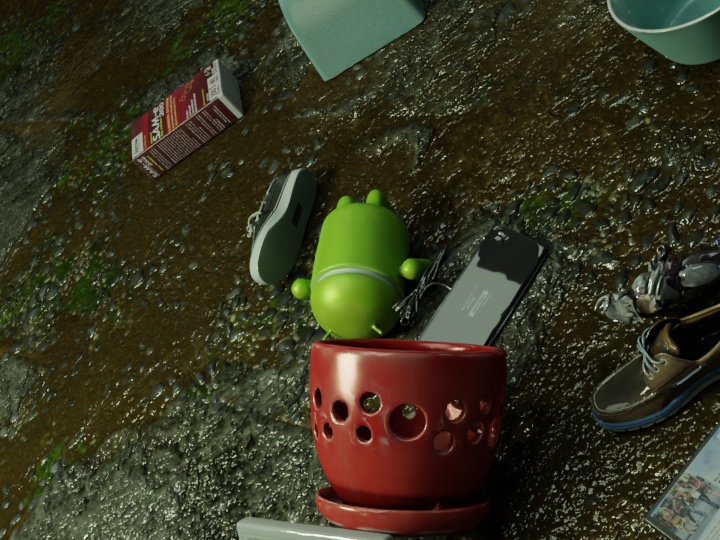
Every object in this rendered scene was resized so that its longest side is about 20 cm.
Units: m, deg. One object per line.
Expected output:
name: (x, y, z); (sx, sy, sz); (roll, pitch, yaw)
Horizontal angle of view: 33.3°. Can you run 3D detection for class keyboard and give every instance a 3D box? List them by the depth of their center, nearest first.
keyboard: (0.118, 0.030, 1.397); (0.126, 0.021, 0.201); (29, 76, 25)

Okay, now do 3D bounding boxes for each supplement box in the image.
supplement box: (-0.294, -0.254, 2.028); (0.199, 0.061, 0.110); (-34, 40, 17)

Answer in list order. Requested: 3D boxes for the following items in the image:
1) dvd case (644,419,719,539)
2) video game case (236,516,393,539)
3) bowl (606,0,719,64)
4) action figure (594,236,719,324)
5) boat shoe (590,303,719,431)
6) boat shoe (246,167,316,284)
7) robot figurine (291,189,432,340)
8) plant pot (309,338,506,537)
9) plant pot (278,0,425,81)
dvd case: (0.357, 0.212, 1.036); (0.143, 0.018, 0.200); (-50, 39, -4)
video game case: (-0.032, 0.339, 1.184); (0.198, 0.185, 0.022); (-4, 11, 41)
bowl: (0.399, -0.320, 1.401); (0.199, 0.105, 0.203); (-25, 43, 25)
action figure: (0.326, 0.002, 1.197); (0.198, 0.070, 0.130); (-23, 11, 13)
boat shoe: (0.301, 0.082, 1.160); (0.199, 0.072, 0.073); (-34, 39, 16)
boat shoe: (-0.123, -0.062, 1.683); (0.067, 0.074, 0.201); (-7, 51, 33)
robot figurine: (0.000, 0.000, 1.480); (0.173, 0.116, 0.202); (-10, 50, 22)
plant pot: (0.047, 0.163, 1.201); (0.199, 0.199, 0.185); (-1, 87, 42)
plant pot: (-0.040, -0.461, 1.861); (0.194, 0.200, 0.198); (-29, 40, 22)
